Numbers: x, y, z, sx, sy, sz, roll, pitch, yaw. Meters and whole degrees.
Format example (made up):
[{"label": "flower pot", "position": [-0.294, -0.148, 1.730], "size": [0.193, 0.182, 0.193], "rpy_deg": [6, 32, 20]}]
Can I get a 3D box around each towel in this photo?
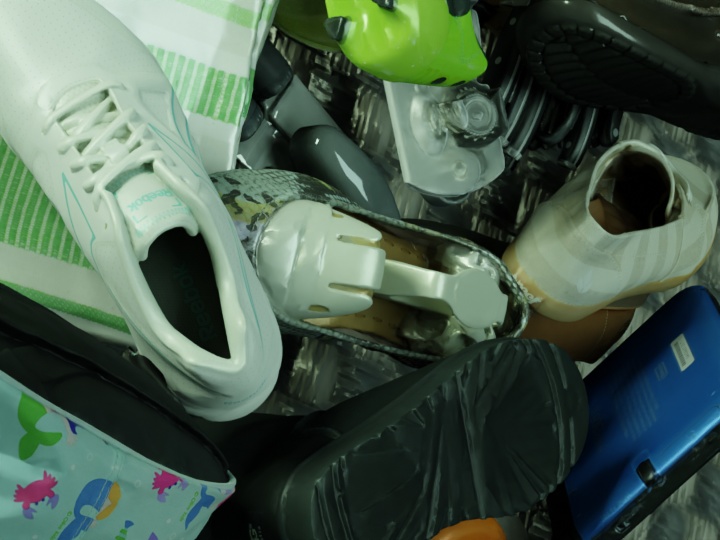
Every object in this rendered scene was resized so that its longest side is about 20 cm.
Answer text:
[{"label": "towel", "position": [-0.112, -0.075, 1.062], "size": [0.152, 0.023, 0.202], "rpy_deg": [16, 87, -26]}]

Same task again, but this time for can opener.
[{"label": "can opener", "position": [-0.048, -0.085, 1.137], "size": [0.200, 0.066, 0.053], "rpy_deg": [48, 57, -27]}, {"label": "can opener", "position": [0.020, -0.129, 1.166], "size": [0.053, 0.067, 0.202], "rpy_deg": [-11, 87, -24]}]

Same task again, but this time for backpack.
[{"label": "backpack", "position": [-0.153, 0.070, 0.953], "size": [0.199, 0.177, 0.151], "rpy_deg": [23, 96, -45]}]

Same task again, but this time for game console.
[{"label": "game console", "position": [0.147, 0.122, 1.218], "size": [0.171, 0.200, 0.118], "rpy_deg": [-43, 100, 10]}]

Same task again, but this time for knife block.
[{"label": "knife block", "position": [0.090, -0.155, 1.268], "size": [0.175, 0.064, 0.202], "rpy_deg": [-24, 107, -43]}]

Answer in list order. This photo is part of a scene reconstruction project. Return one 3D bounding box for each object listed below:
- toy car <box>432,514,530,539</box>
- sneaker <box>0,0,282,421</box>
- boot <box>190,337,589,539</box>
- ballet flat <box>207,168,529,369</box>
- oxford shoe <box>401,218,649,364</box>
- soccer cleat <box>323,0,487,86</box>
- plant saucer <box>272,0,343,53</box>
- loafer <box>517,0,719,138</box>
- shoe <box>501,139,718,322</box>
[{"label": "toy car", "position": [0.041, 0.197, 1.155], "size": [0.174, 0.149, 0.201], "rpy_deg": [-25, 107, -42]}, {"label": "sneaker", "position": [-0.089, -0.036, 1.001], "size": [0.070, 0.080, 0.201], "rpy_deg": [-31, 85, -8]}, {"label": "boot", "position": [-0.018, 0.082, 1.091], "size": [0.198, 0.162, 0.074], "rpy_deg": [-25, 105, -43]}, {"label": "ballet flat", "position": [0.000, 0.000, 1.090], "size": [0.199, 0.072, 0.073], "rpy_deg": [16, 78, -41]}, {"label": "oxford shoe", "position": [0.058, 0.021, 1.238], "size": [0.199, 0.071, 0.072], "rpy_deg": [7, 119, -36]}, {"label": "soccer cleat", "position": [0.011, -0.171, 1.102], "size": [0.081, 0.067, 0.202], "rpy_deg": [16, 60, -48]}, {"label": "plant saucer", "position": [-0.024, -0.199, 1.171], "size": [0.199, 0.031, 0.202], "rpy_deg": [5, 84, -49]}, {"label": "loafer", "position": [0.146, -0.115, 1.229], "size": [0.199, 0.073, 0.072], "rpy_deg": [15, 71, -48]}, {"label": "shoe", "position": [0.136, -0.026, 1.245], "size": [0.070, 0.054, 0.200], "rpy_deg": [41, 30, 12]}]
